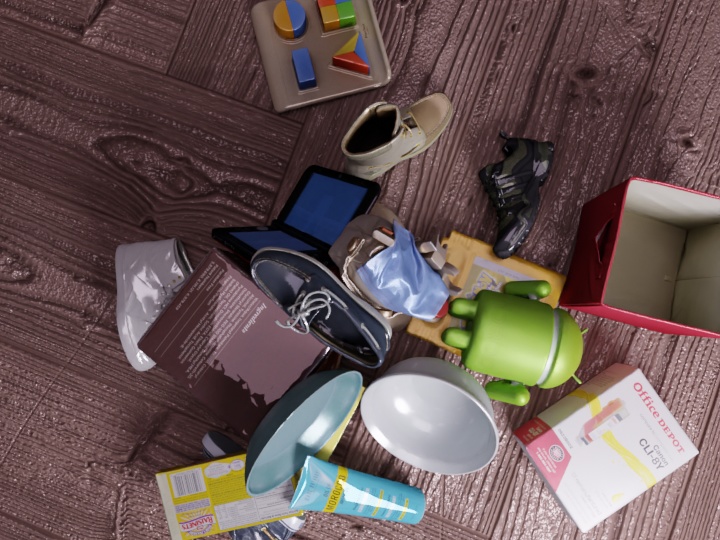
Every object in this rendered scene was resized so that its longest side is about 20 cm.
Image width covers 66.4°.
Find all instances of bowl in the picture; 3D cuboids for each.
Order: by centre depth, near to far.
[{"bbox_3d":[0.107,0.193,0.793,0.199,0.091,0.203,14,129,17],"label":"bowl"}]

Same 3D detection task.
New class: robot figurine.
[{"bbox_3d":[0.216,0.095,0.771,0.198,0.116,0.177,14,78,5],"label":"robot figurine"}]

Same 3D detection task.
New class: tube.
[{"bbox_3d":[-0.001,0.320,0.787,0.199,0.050,0.078,21,86,-23],"label":"tube"}]

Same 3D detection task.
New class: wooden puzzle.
[{"bbox_3d":[-0.066,-0.368,0.884,0.198,0.046,0.187,-15,85,2],"label":"wooden puzzle"}]

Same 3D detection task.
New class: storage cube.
[{"bbox_3d":[0.403,-0.012,0.768,0.198,0.180,0.173,14,87,5],"label":"storage cube"}]

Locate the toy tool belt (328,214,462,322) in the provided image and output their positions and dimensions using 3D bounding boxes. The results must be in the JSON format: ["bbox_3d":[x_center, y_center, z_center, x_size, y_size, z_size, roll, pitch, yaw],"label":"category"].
[{"bbox_3d":[0.063,0.010,0.700,0.200,0.123,0.125,38,77,-24],"label":"toy tool belt"}]

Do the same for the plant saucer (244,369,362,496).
[{"bbox_3d":[-0.078,0.197,0.704,0.036,0.200,0.200,38,88,23],"label":"plant saucer"}]

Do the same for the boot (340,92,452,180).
[{"bbox_3d":[0.058,-0.213,0.811,0.199,0.155,0.072,-35,85,0],"label":"boot"}]

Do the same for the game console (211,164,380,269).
[{"bbox_3d":[-0.098,-0.082,0.781,0.171,0.199,0.120,-5,109,-36],"label":"game console"}]

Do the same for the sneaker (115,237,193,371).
[{"bbox_3d":[-0.309,0.048,0.853,0.114,0.074,0.202,-9,84,5],"label":"sneaker"}]

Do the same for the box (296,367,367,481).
[{"bbox_3d":[-0.057,0.248,0.825,0.050,0.075,0.201,30,89,5],"label":"box"}]

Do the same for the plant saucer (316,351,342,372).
[{"bbox_3d":[-0.124,0.108,0.860,0.198,0.032,0.203,0,86,4],"label":"plant saucer"}]

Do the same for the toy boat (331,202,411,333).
[{"bbox_3d":[0.000,0.000,0.831,0.130,0.130,0.202,-6,85,32],"label":"toy boat"}]

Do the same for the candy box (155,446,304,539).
[{"bbox_3d":[-0.185,0.314,0.782,0.198,0.026,0.103,-14,92,6],"label":"candy box"}]

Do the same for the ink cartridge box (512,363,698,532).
[{"bbox_3d":[0.350,0.250,0.799,0.199,0.083,0.146,-34,85,0],"label":"ink cartridge box"}]

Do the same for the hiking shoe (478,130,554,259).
[{"bbox_3d":[0.223,-0.114,0.842,0.100,0.076,0.202,19,74,12],"label":"hiking shoe"}]

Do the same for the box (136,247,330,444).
[{"bbox_3d":[-0.156,0.098,0.763,0.200,0.166,0.165,39,88,5],"label":"box"}]

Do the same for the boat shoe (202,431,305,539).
[{"bbox_3d":[-0.183,0.340,0.825,0.200,0.071,0.091,43,87,4],"label":"boat shoe"}]

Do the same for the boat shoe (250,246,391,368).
[{"bbox_3d":[-0.051,0.047,0.658,0.200,0.062,0.075,39,117,-10],"label":"boat shoe"}]

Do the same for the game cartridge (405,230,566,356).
[{"bbox_3d":[0.191,0.053,0.848,0.198,0.032,0.178,22,87,3],"label":"game cartridge"}]
